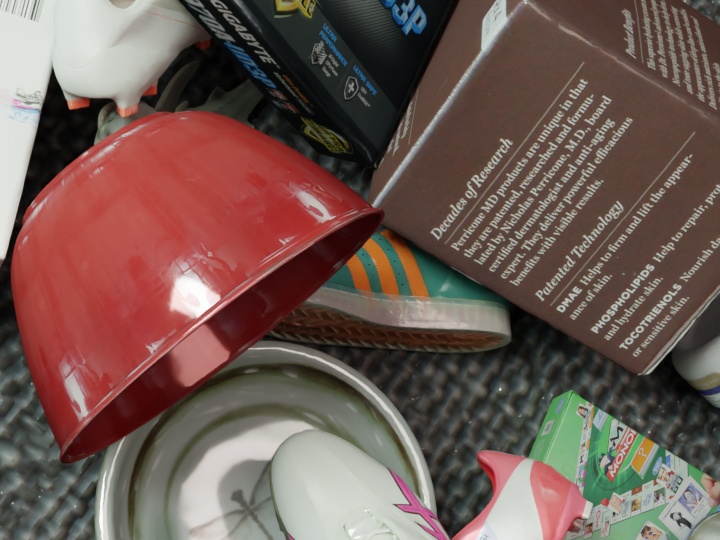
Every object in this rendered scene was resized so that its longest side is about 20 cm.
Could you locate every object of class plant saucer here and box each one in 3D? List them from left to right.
[{"bbox_3d":[-0.055,0.142,0.866,0.200,0.050,0.201,6,72,-20],"label":"plant saucer"}]

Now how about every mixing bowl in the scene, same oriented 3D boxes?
[{"bbox_3d":[-0.097,-0.008,0.760,0.200,0.200,0.108,-35,84,-27],"label":"mixing bowl"}]

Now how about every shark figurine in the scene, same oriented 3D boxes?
[{"bbox_3d":[-0.086,-0.069,0.902,0.090,0.128,0.214,45,37,6],"label":"shark figurine"}]

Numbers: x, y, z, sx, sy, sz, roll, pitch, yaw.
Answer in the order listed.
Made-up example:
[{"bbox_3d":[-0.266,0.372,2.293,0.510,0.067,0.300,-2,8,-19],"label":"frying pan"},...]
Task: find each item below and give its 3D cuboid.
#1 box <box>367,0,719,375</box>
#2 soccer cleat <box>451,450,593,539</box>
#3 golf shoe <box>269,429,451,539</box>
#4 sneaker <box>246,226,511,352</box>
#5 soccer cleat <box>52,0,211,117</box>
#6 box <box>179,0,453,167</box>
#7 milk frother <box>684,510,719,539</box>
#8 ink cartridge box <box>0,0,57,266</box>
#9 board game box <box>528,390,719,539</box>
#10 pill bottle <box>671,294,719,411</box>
[{"bbox_3d":[0.133,-0.080,0.915,0.200,0.164,0.166,29,30,-11],"label":"box"},{"bbox_3d":[0.064,0.196,0.866,0.076,0.067,0.200,24,67,11],"label":"soccer cleat"},{"bbox_3d":[0.023,0.157,0.796,0.073,0.092,0.200,-33,69,-17],"label":"golf shoe"},{"bbox_3d":[0.000,0.000,0.925,0.199,0.071,0.080,9,68,-27],"label":"sneaker"},{"bbox_3d":[-0.109,-0.152,0.819,0.069,0.078,0.200,7,31,11],"label":"soccer cleat"},{"bbox_3d":[-0.015,-0.172,0.847,0.046,0.200,0.159,16,74,30],"label":"box"},{"bbox_3d":[0.284,0.256,0.886,0.181,0.188,0.200,52,57,-24],"label":"milk frother"},{"bbox_3d":[-0.246,-0.094,0.806,0.147,0.145,0.201,17,69,-16],"label":"ink cartridge box"},{"bbox_3d":[0.144,0.193,0.943,0.134,0.029,0.200,31,65,-10],"label":"board game box"},{"bbox_3d":[0.310,0.084,0.996,0.200,0.116,0.116,42,63,-6],"label":"pill bottle"}]
